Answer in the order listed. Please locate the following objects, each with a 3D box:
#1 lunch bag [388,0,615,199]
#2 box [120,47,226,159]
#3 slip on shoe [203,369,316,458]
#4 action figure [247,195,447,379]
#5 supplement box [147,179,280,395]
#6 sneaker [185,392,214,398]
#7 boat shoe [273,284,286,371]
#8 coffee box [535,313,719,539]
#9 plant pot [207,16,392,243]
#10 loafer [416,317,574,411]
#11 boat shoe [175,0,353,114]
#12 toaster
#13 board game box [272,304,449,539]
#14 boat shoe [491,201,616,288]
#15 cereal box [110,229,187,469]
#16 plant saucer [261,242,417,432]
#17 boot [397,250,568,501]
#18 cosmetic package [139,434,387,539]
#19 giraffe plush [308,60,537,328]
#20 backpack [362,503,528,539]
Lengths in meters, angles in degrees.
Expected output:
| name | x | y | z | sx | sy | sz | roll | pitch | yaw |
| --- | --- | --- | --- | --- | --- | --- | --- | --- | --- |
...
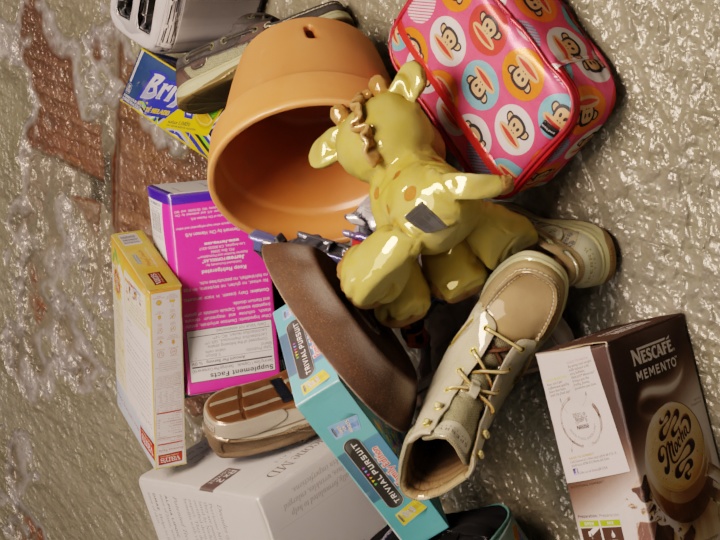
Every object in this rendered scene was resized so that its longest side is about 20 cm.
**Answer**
| name | x | y | z | sx | sy | sz | roll | pitch | yaw |
| --- | --- | --- | --- | --- | --- | --- | --- | --- | --- |
| lunch bag | 0.113 | -0.168 | 1.391 | 0.201 | 0.082 | 0.176 | 57 | 139 | 16 |
| box | -0.160 | -0.162 | 1.679 | 0.200 | 0.070 | 0.065 | 33 | 105 | 36 |
| slip on shoe | -0.056 | 0.137 | 1.584 | 0.076 | 0.199 | 0.061 | -127 | 27 | -47 |
| action figure | 0.000 | 0.000 | 1.501 | 0.199 | 0.105 | 0.194 | 23 | 134 | 15 |
| supplement box | -0.148 | 0.014 | 1.616 | 0.101 | 0.103 | 0.202 | -157 | 62 | -69 |
| sneaker | -0.160 | 0.051 | 1.702 | 0.079 | 0.130 | 0.201 | 29 | 121 | 42 |
| boat shoe | -0.067 | 0.062 | 1.654 | 0.070 | 0.066 | 0.201 | 17 | 113 | 43 |
| coffee box | 0.229 | 0.147 | 1.328 | 0.080 | 0.113 | 0.201 | -13 | 92 | 47 |
| plant pot | -0.042 | -0.137 | 1.484 | 0.200 | 0.199 | 0.141 | -49 | 35 | 42 |
| loafer | 0.118 | 0.096 | 1.468 | 0.200 | 0.072 | 0.063 | -38 | 81 | 43 |
| boat shoe | -0.102 | -0.222 | 1.574 | 0.200 | 0.072 | 0.066 | -26 | 72 | 23 |
| toaster | -0.172 | -0.298 | 1.618 | 0.114 | 0.129 | 0.201 | 38 | 126 | 34 |
| board game box | -0.001 | 0.135 | 1.458 | 0.200 | 0.047 | 0.151 | 54 | -172 | -31 |
| boat shoe | 0.131 | -0.019 | 1.422 | 0.199 | 0.062 | 0.074 | 4 | 105 | 47 |
| cereal box | -0.213 | 0.079 | 1.613 | 0.144 | 0.039 | 0.201 | -134 | 40 | -55 |
| plant saucer | -0.008 | 0.047 | 1.367 | 0.037 | 0.200 | 0.201 | -38 | 69 | 8 |
| boot | 0.100 | 0.090 | 1.339 | 0.072 | 0.155 | 0.200 | 31 | 130 | 0 |
| cosmetic package | -0.087 | 0.256 | 1.639 | 0.199 | 0.164 | 0.166 | -1 | 112 | 46 |
| giraffe plush | 0.036 | -0.073 | 1.345 | 0.200 | 0.172 | 0.163 | 71 | 173 | -62 |
| backpack | 0.079 | 0.307 | 1.493 | 0.200 | 0.176 | 0.154 | -32 | 94 | 45 |
